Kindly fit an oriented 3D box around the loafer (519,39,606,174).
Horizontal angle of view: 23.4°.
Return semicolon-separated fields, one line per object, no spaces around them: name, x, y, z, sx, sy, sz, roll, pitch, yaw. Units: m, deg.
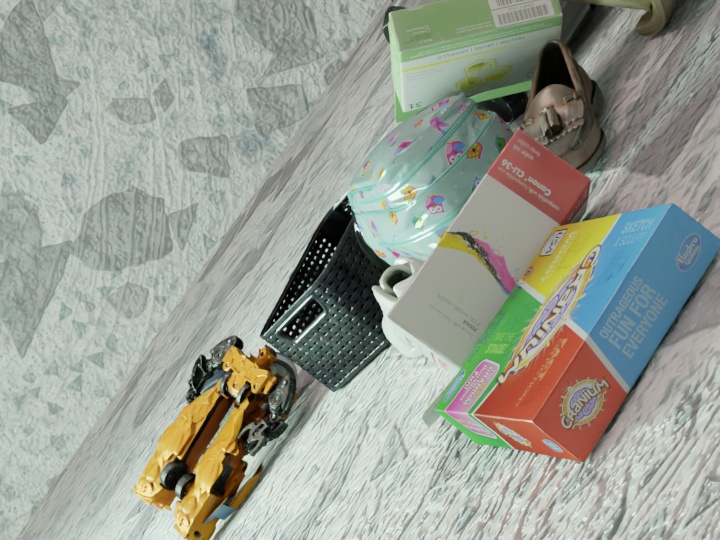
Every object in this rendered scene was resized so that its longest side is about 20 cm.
loafer;0.156;-0.128;1.400;0.071;0.063;0.200;-23;19;19

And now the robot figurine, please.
robot figurine;-0.139;0.165;1.738;0.145;0.058;0.201;33;89;41

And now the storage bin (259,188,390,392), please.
storage bin;0.000;0.000;1.671;0.135;0.093;0.201;-45;12;44

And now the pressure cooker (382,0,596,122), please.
pressure cooker;0.139;-0.269;1.707;0.201;0.178;0.175;-55;32;-5

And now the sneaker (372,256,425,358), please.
sneaker;0.047;0.022;1.408;0.071;0.080;0.200;-57;8;-12

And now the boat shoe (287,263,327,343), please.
boat shoe;-0.051;0.036;1.852;0.072;0.071;0.200;-53;10;0

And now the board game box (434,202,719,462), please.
board game box;0.128;0.038;1.067;0.154;0.040;0.200;-56;10;-10

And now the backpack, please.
backpack;0.069;-0.071;1.482;0.168;0.126;0.200;-53;11;-9

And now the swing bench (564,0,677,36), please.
swing bench;0.234;-0.318;1.449;0.199;0.130;0.200;28;81;41

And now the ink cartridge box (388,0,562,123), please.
ink cartridge box;0.100;-0.176;1.535;0.200;0.144;0.048;83;172;-66

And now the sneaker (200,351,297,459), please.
sneaker;-0.122;0.122;1.882;0.203;0.077;0.147;-48;13;36

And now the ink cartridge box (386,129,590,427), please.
ink cartridge box;0.080;0.010;1.231;0.201;0.067;0.117;-55;-10;-4
